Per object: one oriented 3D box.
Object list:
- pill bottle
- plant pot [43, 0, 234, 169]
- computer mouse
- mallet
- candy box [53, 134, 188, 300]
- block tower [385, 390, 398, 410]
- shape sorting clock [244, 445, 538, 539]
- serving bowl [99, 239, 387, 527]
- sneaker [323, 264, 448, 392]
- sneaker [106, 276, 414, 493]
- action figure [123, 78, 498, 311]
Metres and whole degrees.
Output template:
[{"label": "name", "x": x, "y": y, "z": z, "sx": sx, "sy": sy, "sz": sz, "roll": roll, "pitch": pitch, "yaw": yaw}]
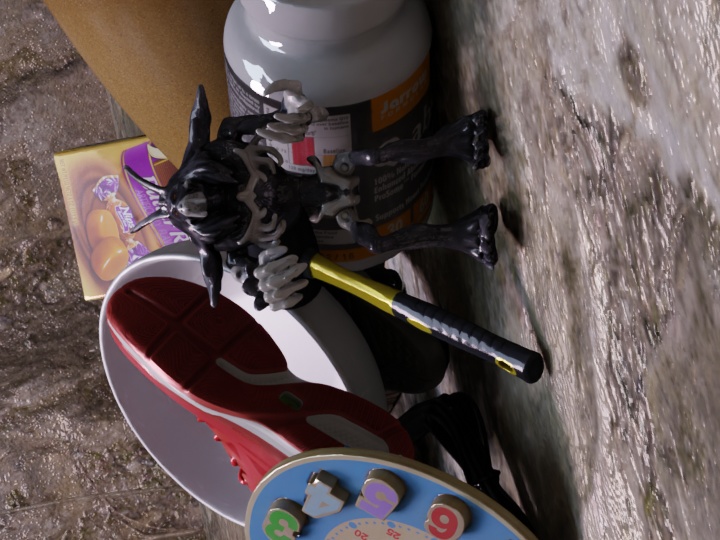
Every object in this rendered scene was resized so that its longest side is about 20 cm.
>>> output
[{"label": "pill bottle", "x": -0.017, "y": -0.103, "z": 1.405, "sx": 0.201, "sy": 0.116, "sz": 0.117, "roll": 88, "pitch": 166, "yaw": -48}, {"label": "plant pot", "x": -0.105, "y": -0.155, "z": 1.747, "sx": 0.201, "sy": 0.186, "sz": 0.186, "roll": 66, "pitch": 175, "yaw": -21}, {"label": "computer mouse", "x": 0.023, "y": 0.163, "z": 1.495, "sx": 0.200, "sy": 0.046, "sz": 0.141, "roll": -51, "pitch": 50, "yaw": 44}, {"label": "mallet", "x": 0.012, "y": 0.008, "z": 1.348, "sx": 0.199, "sy": 0.041, "sz": 0.066, "roll": 20, "pitch": 144, "yaw": 39}, {"label": "candy box", "x": -0.126, "y": -0.050, "z": 1.901, "sx": 0.056, "sy": 0.199, "sz": 0.117, "roll": -24, "pitch": -77, "yaw": -63}, {"label": "block tower", "x": -0.003, "y": 0.065, "z": 1.733, "sx": 0.200, "sy": 0.057, "sz": 0.054, "roll": 116, "pitch": 139, "yaw": -73}, {"label": "shape sorting clock", "x": 0.026, "y": 0.173, "z": 1.385, "sx": 0.201, "sy": 0.199, "sz": 0.039, "roll": 88, "pitch": -154, "yaw": -49}, {"label": "serving bowl", "x": -0.060, "y": 0.060, "z": 1.514, "sx": 0.199, "sy": 0.066, "sz": 0.201, "roll": 23, "pitch": 134, "yaw": 25}, {"label": "sneaker", "x": 0.000, "y": 0.000, "z": 1.567, "sx": 0.199, "sy": 0.114, "sz": 0.077, "roll": 29, "pitch": 137, "yaw": 39}, {"label": "sneaker", "x": -0.071, "y": 0.096, "z": 1.444, "sx": 0.200, "sy": 0.078, "sz": 0.116, "roll": 36, "pitch": 137, "yaw": 15}, {"label": "action figure", "x": -0.031, "y": -0.041, "z": 1.306, "sx": 0.102, "sy": 0.199, "sz": 0.120, "roll": -15, "pitch": -79, "yaw": -83}]
